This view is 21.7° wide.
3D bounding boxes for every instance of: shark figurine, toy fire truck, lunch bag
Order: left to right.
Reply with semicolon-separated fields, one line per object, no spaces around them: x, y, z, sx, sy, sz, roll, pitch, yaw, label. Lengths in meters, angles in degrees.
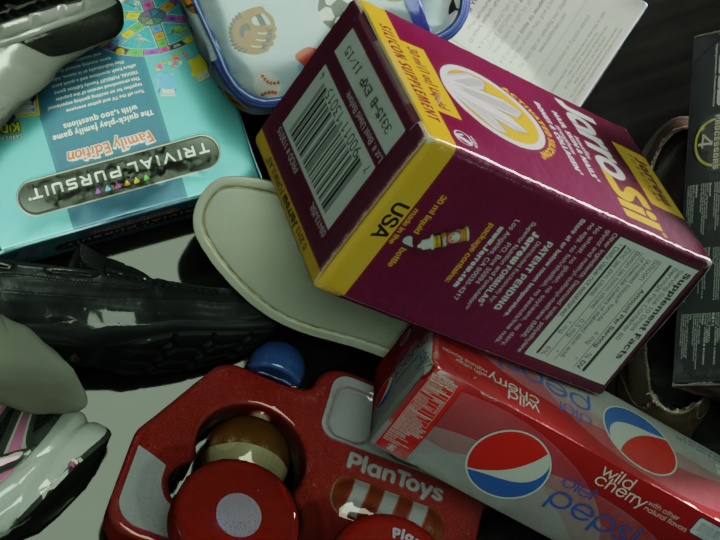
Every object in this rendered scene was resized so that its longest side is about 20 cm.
-0.252;0.058;0.901;0.214;0.090;0.128;-19;117;-1;shark figurine
-0.033;-0.194;1.019;0.160;0.076;0.200;-22;92;-3;lunch bag
-0.028;0.125;1.011;0.200;0.112;0.168;22;52;-5;toy fire truck

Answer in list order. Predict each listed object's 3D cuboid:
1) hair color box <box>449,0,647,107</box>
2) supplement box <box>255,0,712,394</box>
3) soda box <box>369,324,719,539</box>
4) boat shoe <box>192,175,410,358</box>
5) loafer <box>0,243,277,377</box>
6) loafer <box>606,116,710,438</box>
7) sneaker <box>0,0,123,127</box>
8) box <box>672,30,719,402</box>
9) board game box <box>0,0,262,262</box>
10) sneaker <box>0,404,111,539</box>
0.054;-0.165;1.095;0.200;0.061;0.100;35;77;-1;hair color box
0.063;-0.036;0.984;0.200;0.131;0.103;21;118;-34;supplement box
0.105;0.097;1.012;0.200;0.070;0.063;30;120;-15;soda box
0.000;0.000;1.043;0.200;0.062;0.075;23;108;-10;boat shoe
-0.141;0.018;1.011;0.200;0.068;0.070;0;64;-26;loafer
0.190;0.005;1.077;0.073;0.071;0.200;9;77;-7;loafer
-0.213;-0.093;0.995;0.200;0.074;0.080;-27;116;-19;sneaker
0.239;-0.019;1.058;0.161;0.049;0.200;19;72;-45;box
-0.157;-0.118;1.059;0.151;0.047;0.200;-16;82;-11;board game box
-0.229;0.132;0.991;0.086;0.080;0.200;42;65;10;sneaker
